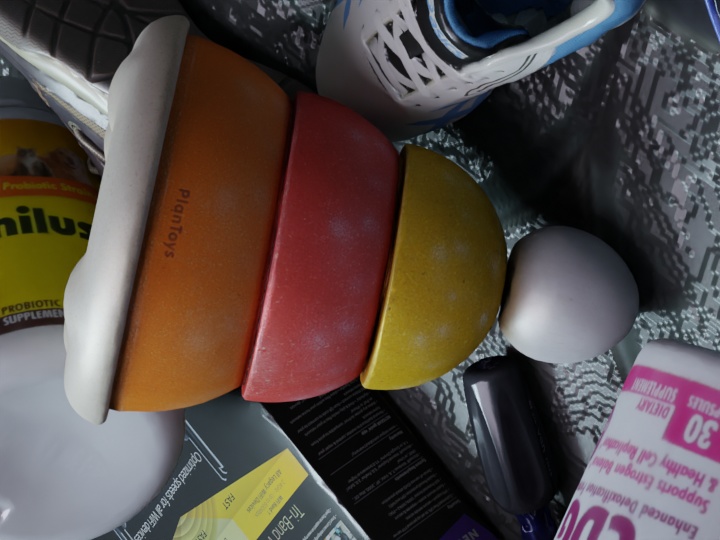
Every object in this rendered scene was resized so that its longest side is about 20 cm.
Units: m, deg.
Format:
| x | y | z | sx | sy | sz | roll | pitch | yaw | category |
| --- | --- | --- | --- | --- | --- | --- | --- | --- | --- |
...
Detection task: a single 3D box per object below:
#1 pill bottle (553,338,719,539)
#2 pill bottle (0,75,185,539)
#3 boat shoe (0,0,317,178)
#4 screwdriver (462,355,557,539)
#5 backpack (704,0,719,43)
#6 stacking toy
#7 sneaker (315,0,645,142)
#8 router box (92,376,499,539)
| x | y | z | sx | sy | sz | roll | pitch | yaw | category |
| --- | --- | --- | --- | --- | --- | --- | --- | --- | --- |
| 0.104 | 0.134 | 0.956 | 0.113 | 0.201 | 0.113 | 24 | 175 | 2 | pill bottle |
| -0.138 | 0.009 | 1.189 | 0.200 | 0.109 | 0.110 | -110 | 19 | -49 | pill bottle |
| -0.091 | -0.064 | 1.166 | 0.200 | 0.074 | 0.074 | 39 | 139 | 27 | boat shoe |
| 0.075 | 0.125 | 1.144 | 0.029 | 0.028 | 0.201 | -129 | 21 | -68 | screwdriver |
| 0.193 | -0.057 | 0.776 | 0.183 | 0.147 | 0.201 | -12 | 110 | 52 | backpack |
| 0.000 | 0.000 | 1.041 | 0.199 | 0.147 | 0.146 | 13 | 135 | -4 | stacking toy |
| 0.033 | -0.090 | 1.005 | 0.072 | 0.072 | 0.200 | 57 | 145 | -1 | sneaker |
| -0.045 | 0.109 | 1.249 | 0.157 | 0.052 | 0.200 | 51 | 143 | 10 | router box |
